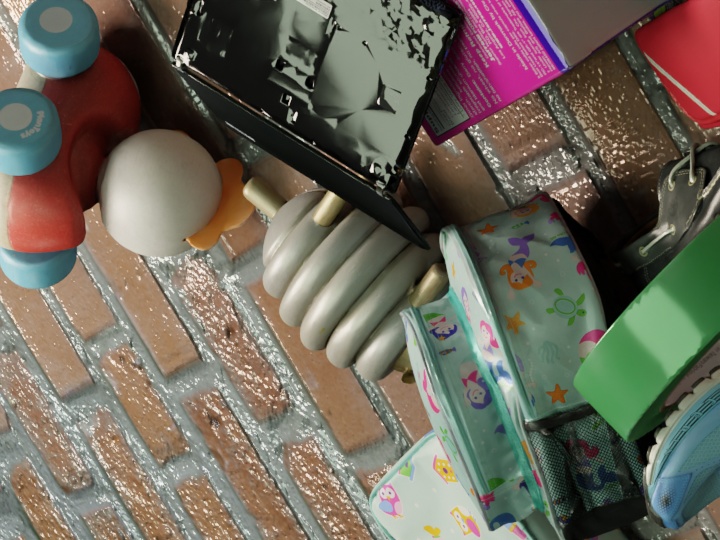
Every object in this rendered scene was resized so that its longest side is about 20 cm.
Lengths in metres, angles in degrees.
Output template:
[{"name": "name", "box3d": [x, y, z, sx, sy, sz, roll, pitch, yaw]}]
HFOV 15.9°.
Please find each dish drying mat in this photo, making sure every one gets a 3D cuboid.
[{"name": "dish drying mat", "box3d": [0.201, -0.118, 1.435, 0.077, 0.018, 0.200, 56, 172, -3]}]

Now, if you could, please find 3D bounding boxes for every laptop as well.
[{"name": "laptop", "box3d": [-0.018, -0.123, 1.604, 0.177, 0.103, 0.201, 32, 120, 20]}]

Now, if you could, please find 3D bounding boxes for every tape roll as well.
[{"name": "tape roll", "box3d": [0.211, 0.014, 1.487, 0.048, 0.200, 0.201, 47, 143, 12]}]

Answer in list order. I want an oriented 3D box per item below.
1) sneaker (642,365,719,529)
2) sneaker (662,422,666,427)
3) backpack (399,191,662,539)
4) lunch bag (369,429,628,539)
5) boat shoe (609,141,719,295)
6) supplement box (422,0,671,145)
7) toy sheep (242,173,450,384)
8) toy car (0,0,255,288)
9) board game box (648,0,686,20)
[{"name": "sneaker", "box3d": [0.252, 0.089, 1.499, 0.090, 0.200, 0.078, 54, -178, 27]}, {"name": "sneaker", "box3d": [0.247, 0.093, 1.613, 0.200, 0.078, 0.066, -3, 116, 51]}, {"name": "backpack", "box3d": [0.110, 0.057, 1.651, 0.178, 0.150, 0.201, -110, 5, -65]}, {"name": "lunch bag", "box3d": [0.104, 0.194, 1.852, 0.200, 0.077, 0.160, 51, 145, 8]}, {"name": "boat shoe", "box3d": [0.208, -0.044, 1.556, 0.068, 0.072, 0.200, 47, 146, 12]}, {"name": "supplement box", "box3d": [0.092, -0.161, 1.545, 0.104, 0.101, 0.200, 57, 157, -4]}, {"name": "toy sheep", "box3d": [0.000, 0.000, 1.784, 0.200, 0.138, 0.138, 43, 142, 11]}, {"name": "toy car", "box3d": [-0.169, -0.079, 1.931, 0.199, 0.177, 0.185, 13, 147, 7]}, {"name": "board game box", "box3d": [0.192, -0.197, 1.496, 0.200, 0.032, 0.120, 54, 148, 2]}]
